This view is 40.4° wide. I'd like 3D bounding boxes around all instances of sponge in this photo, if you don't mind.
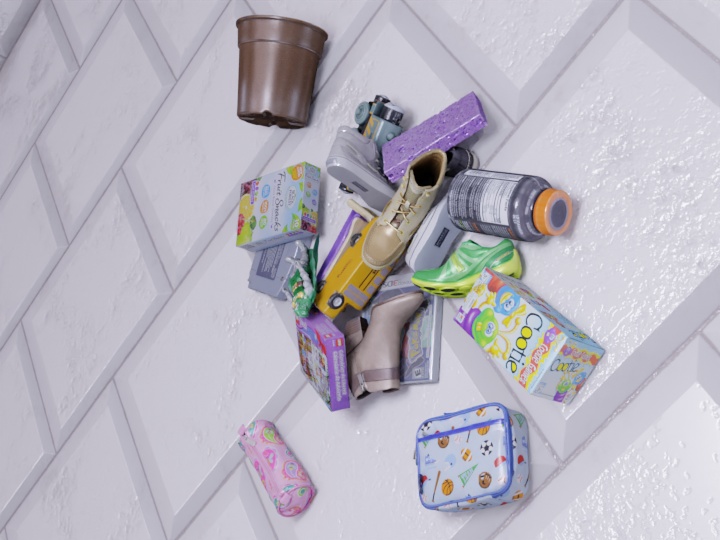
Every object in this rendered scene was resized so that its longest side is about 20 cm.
[{"bbox_3d":[0.129,-0.238,1.733,0.199,0.030,0.112,-30,28,18],"label":"sponge"}]

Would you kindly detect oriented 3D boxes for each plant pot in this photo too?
[{"bbox_3d":[-0.178,-0.412,2.066,0.199,0.199,0.201,5,87,46],"label":"plant pot"}]

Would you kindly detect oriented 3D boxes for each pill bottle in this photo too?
[{"bbox_3d":[0.243,-0.104,1.580,0.199,0.106,0.108,14,86,47],"label":"pill bottle"}]

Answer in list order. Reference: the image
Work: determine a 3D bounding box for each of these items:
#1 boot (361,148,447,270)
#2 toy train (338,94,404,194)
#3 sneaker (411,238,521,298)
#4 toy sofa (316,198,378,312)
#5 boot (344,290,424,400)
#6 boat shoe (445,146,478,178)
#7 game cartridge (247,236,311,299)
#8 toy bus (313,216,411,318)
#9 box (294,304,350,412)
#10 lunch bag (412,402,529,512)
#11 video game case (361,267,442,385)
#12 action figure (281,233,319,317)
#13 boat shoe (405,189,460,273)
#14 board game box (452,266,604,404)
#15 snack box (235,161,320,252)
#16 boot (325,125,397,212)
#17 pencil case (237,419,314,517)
[{"bbox_3d":[0.076,-0.105,1.670,0.073,0.156,0.200,37,69,6],"label":"boot"},{"bbox_3d":[0.020,-0.232,1.859,0.114,0.085,0.202,36,105,54],"label":"toy train"},{"bbox_3d":[0.178,-0.005,1.640,0.198,0.074,0.085,-12,65,31],"label":"sneaker"},{"bbox_3d":[-0.038,-0.030,1.846,0.083,0.097,0.201,41,107,44],"label":"toy sofa"},{"bbox_3d":[0.045,0.136,1.702,0.199,0.070,0.148,-29,63,37],"label":"boot"},{"bbox_3d":[0.121,-0.203,1.768,0.199,0.062,0.074,12,87,48],"label":"boat shoe"},{"bbox_3d":[-0.161,-0.045,2.023,0.132,0.041,0.202,16,88,50],"label":"game cartridge"},{"bbox_3d":[0.000,0.000,1.782,0.201,0.078,0.065,-53,38,2],"label":"toy bus"},{"bbox_3d":[-0.071,0.152,1.773,0.200,0.039,0.139,-140,42,-64],"label":"box"},{"bbox_3d":[0.170,0.293,1.542,0.199,0.075,0.162,-20,60,39],"label":"lunch bag"},{"bbox_3d":[0.070,0.104,1.745,0.181,0.023,0.203,-11,69,43],"label":"video game case"},{"bbox_3d":[-0.109,0.022,1.799,0.119,0.054,0.201,-59,21,26],"label":"action figure"},{"bbox_3d":[0.141,-0.086,1.702,0.201,0.073,0.065,-53,30,4],"label":"boat shoe"},{"bbox_3d":[0.254,0.099,1.499,0.104,0.104,0.200,-59,44,13],"label":"board game box"},{"bbox_3d":[-0.169,-0.128,1.997,0.198,0.053,0.144,-12,69,42],"label":"snack box"},{"bbox_3d":[0.024,-0.182,1.775,0.073,0.199,0.097,-7,58,43],"label":"boot"},{"bbox_3d":[-0.162,0.369,1.845,0.088,0.087,0.200,-55,46,16],"label":"pencil case"}]
